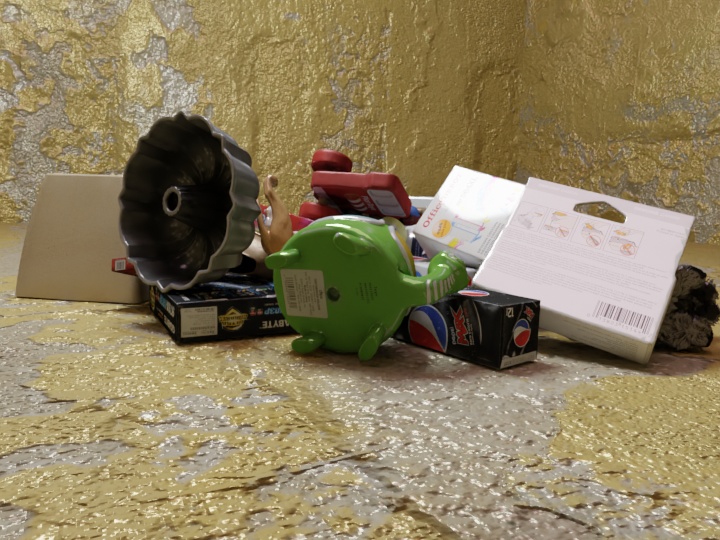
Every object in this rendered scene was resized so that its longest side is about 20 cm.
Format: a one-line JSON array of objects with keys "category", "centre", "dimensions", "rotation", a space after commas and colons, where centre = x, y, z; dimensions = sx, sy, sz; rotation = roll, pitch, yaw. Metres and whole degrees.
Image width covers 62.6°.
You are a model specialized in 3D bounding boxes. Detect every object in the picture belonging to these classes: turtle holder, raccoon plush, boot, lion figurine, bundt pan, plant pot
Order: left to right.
[{"category": "plant pot", "centre": [-0.391, -0.059, 0.929], "dimensions": [0.195, 0.182, 0.200], "rotation": [3, 8, 7]}, {"category": "bundt pan", "centre": [-0.195, -0.076, 0.699], "dimensions": [0.198, 0.207, 0.075], "rotation": [6, 0, 32]}, {"category": "boot", "centre": [-0.193, -0.039, 0.795], "dimensions": [0.197, 0.075, 0.075], "rotation": [20, 16, 28]}, {"category": "lion figurine", "centre": [-0.071, -0.026, 0.740], "dimensions": [0.197, 0.125, 0.072], "rotation": [23, -41, -28]}, {"category": "turtle holder", "centre": [0.004, 0.000, 0.615], "dimensions": [0.184, 0.142, 0.132], "rotation": [-32, 4, 30]}, {"category": "raccoon plush", "centre": [0.337, 0.039, 0.729], "dimensions": [0.195, 0.099, 0.134], "rotation": [2, 0, 7]}]

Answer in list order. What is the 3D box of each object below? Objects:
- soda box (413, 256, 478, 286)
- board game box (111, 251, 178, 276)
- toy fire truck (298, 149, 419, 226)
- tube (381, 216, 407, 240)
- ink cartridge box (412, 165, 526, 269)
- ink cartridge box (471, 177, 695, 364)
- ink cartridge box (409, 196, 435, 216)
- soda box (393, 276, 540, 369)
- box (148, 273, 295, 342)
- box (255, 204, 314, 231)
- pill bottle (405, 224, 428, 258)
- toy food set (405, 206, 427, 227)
[{"category": "soda box", "centre": [0.090, 0.021, 0.864], "dimensions": [0.062, 0.070, 0.199], "rotation": [-2, 8, -24]}, {"category": "board game box", "centre": [-0.251, 0.003, 0.862], "dimensions": [0.101, 0.020, 0.199], "rotation": [-4, -10, 20]}, {"category": "toy fire truck", "centre": [0.005, -0.103, 0.942], "dimensions": [0.164, 0.115, 0.200], "rotation": [8, -15, 21]}, {"category": "tube", "centre": [0.000, 0.000, 0.845], "dimensions": [0.201, 0.052, 0.058], "rotation": [-51, 2, -38]}, {"category": "ink cartridge box", "centre": [0.181, -0.050, 0.862], "dimensions": [0.198, 0.130, 0.125], "rotation": [25, -16, 40]}, {"category": "ink cartridge box", "centre": [0.252, -0.009, 0.676], "dimensions": [0.197, 0.178, 0.045], "rotation": [20, -29, 29]}, {"category": "ink cartridge box", "centre": [0.172, -0.067, 1.193], "dimensions": [0.195, 0.149, 0.083], "rotation": [4, -6, 16]}, {"category": "soda box", "centre": [0.097, 0.051, 0.659], "dimensions": [0.070, 0.065, 0.198], "rotation": [-5, 9, -38]}, {"category": "box", "centre": [-0.171, 0.039, 0.744], "dimensions": [0.156, 0.047, 0.199], "rotation": [-3, 8, -29]}, {"category": "box", "centre": [-0.121, -0.034, 0.900], "dimensions": [0.197, 0.097, 0.100], "rotation": [18, -7, 25]}, {"category": "pill bottle", "centre": [0.126, -0.021, 1.014], "dimensions": [0.195, 0.114, 0.111], "rotation": [3, 8, 14]}, {"category": "toy food set", "centre": [0.055, -0.061, 1.135], "dimensions": [0.195, 0.147, 0.060], "rotation": [3, -10, 6]}]
